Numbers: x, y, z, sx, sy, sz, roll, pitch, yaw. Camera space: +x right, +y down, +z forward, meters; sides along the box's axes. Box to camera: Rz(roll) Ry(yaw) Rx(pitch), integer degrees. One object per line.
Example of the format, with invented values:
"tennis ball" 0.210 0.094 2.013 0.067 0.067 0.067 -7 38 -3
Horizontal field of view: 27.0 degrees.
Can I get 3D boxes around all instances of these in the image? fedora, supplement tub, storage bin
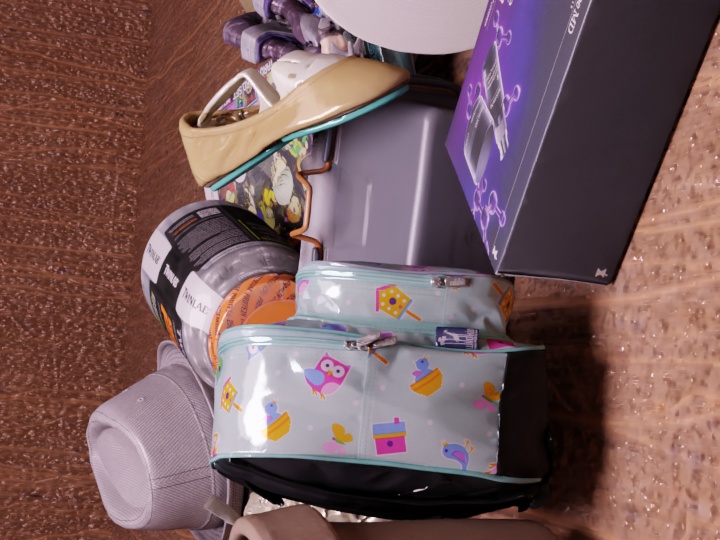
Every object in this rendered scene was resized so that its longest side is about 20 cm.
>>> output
"fedora" -0.173 0.153 1.249 0.200 0.090 0.179 26 123 59
"supplement tub" -0.096 0.025 1.186 0.200 0.121 0.124 -141 58 -64
"storage bin" 0.035 -0.037 1.046 0.134 0.144 0.202 17 102 64

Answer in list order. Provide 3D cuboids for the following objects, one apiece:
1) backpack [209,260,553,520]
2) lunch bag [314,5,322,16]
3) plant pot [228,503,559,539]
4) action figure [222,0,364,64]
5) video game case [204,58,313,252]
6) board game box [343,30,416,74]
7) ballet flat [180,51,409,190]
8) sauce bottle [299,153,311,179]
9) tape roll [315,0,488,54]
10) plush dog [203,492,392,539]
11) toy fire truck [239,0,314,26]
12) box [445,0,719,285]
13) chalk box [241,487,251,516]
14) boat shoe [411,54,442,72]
"backpack" 0.007 0.074 0.902 0.176 0.198 0.155 88 179 -81
"lunch bag" -0.023 -0.140 1.369 0.161 0.082 0.202 165 108 -70
"plant pot" 0.034 0.216 0.835 0.200 0.173 0.202 168 90 -72
"action figure" -0.032 -0.170 1.175 0.200 0.069 0.131 48 142 38
"video game case" -0.078 -0.081 1.321 0.200 0.036 0.183 -27 70 54
"board game box" 0.019 -0.123 1.199 0.135 0.028 0.202 164 95 -75
"ballet flat" -0.055 -0.112 1.014 0.199 0.069 0.063 -22 98 40
"sauce bottle" 0.000 0.000 1.180 0.065 0.064 0.202 131 126 -64
"tape roll" 0.052 -0.225 0.903 0.037 0.201 0.204 -103 24 -50
"plush dog" -0.004 0.141 1.054 0.200 0.160 0.173 43 105 42
"toy fire truck" -0.026 -0.333 1.393 0.129 0.199 0.176 57 151 -5
"box" 0.120 -0.115 0.850 0.142 0.078 0.201 -109 29 -51
"chalk box" -0.077 0.136 1.295 0.201 0.123 0.125 61 149 31
"boat shoe" 0.060 -0.200 1.157 0.200 0.056 0.068 136 121 -73
